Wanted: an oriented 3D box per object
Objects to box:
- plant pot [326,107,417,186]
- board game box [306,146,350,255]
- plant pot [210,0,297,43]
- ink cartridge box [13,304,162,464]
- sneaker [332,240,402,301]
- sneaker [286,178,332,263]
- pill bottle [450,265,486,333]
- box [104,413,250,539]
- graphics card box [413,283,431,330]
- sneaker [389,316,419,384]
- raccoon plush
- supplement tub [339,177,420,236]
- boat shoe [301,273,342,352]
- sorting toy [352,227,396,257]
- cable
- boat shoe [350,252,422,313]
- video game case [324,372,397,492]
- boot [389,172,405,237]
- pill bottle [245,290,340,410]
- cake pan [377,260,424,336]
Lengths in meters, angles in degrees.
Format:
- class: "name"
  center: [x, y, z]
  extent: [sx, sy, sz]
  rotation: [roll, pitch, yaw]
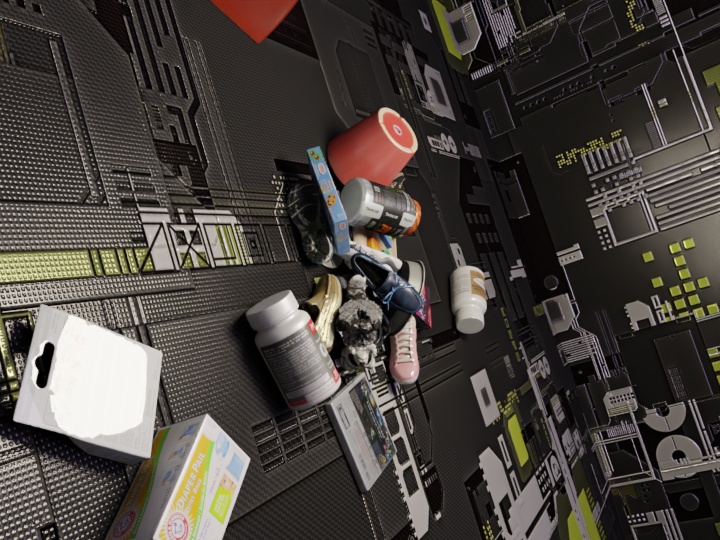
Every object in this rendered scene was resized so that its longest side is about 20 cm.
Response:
- class: "plant pot"
  center: [0.041, -0.316, 1.830]
  extent: [0.199, 0.177, 0.202]
  rotation: [30, 40, -29]
- class: "board game box"
  center: [-0.072, -0.157, 1.590]
  extent: [0.152, 0.036, 0.202]
  rotation: [86, -14, -64]
- class: "plant pot"
  center: [-0.236, -0.696, 1.621]
  extent: [0.200, 0.175, 0.202]
  rotation: [32, 45, -51]
- class: "ink cartridge box"
  center: [-0.363, 0.156, 0.932]
  extent: [0.199, 0.047, 0.162]
  rotation: [33, 44, -43]
- class: "sneaker"
  center: [0.000, 0.000, 1.679]
  extent: [0.198, 0.075, 0.116]
  rotation: [19, 86, -23]
- class: "sneaker"
  center: [-0.112, -0.107, 1.581]
  extent: [0.086, 0.077, 0.203]
  rotation: [38, 38, -76]
- class: "pill bottle"
  center: [0.348, 0.096, 2.246]
  extent: [0.114, 0.113, 0.202]
  rotation: [46, 35, -39]
- class: "box"
  center: [-0.249, 0.319, 0.961]
  extent: [0.113, 0.100, 0.201]
  rotation: [54, 30, -28]
- class: "graphics card box"
  center: [0.137, 0.072, 1.898]
  extent: [0.200, 0.050, 0.127]
  rotation: [42, 42, -54]
- class: "sneaker"
  center: [0.104, 0.182, 1.734]
  extent: [0.201, 0.074, 0.106]
  rotation: [-86, 168, -53]
- class: "raccoon plush"
  center: [0.006, 0.123, 1.515]
  extent: [0.201, 0.095, 0.135]
  rotation: [-71, 164, -51]
- class: "supplement tub"
  center: [0.051, -0.157, 1.787]
  extent: [0.198, 0.122, 0.124]
  rotation: [12, 58, -35]
- class: "boat shoe"
  center: [-0.089, 0.081, 1.482]
  extent: [0.076, 0.071, 0.202]
  rotation: [32, 42, -30]
- class: "sorting toy"
  center: [0.046, -0.080, 1.879]
  extent: [0.200, 0.036, 0.187]
  rotation: [40, 39, -45]
- class: "cable"
  center: [-0.008, 0.113, 1.580]
  extent: [0.199, 0.050, 0.165]
  rotation: [-24, 99, -48]
- class: "boat shoe"
  center: [0.053, 0.035, 1.598]
  extent: [0.199, 0.085, 0.069]
  rotation: [31, 1, 5]
- class: "video game case"
  center: [0.004, 0.347, 1.516]
  extent: [0.182, 0.023, 0.202]
  rotation: [-29, 97, -63]
- class: "boot"
  center: [0.108, -0.191, 2.006]
  extent: [0.151, 0.073, 0.200]
  rotation: [53, 32, -6]
- class: "pill bottle"
  center: [-0.127, 0.147, 1.302]
  extent: [0.202, 0.113, 0.114]
  rotation: [64, 27, -11]
- class: "cake pan"
  center: [0.092, 0.062, 1.714]
  extent: [0.036, 0.201, 0.202]
  rotation: [23, 44, -17]
